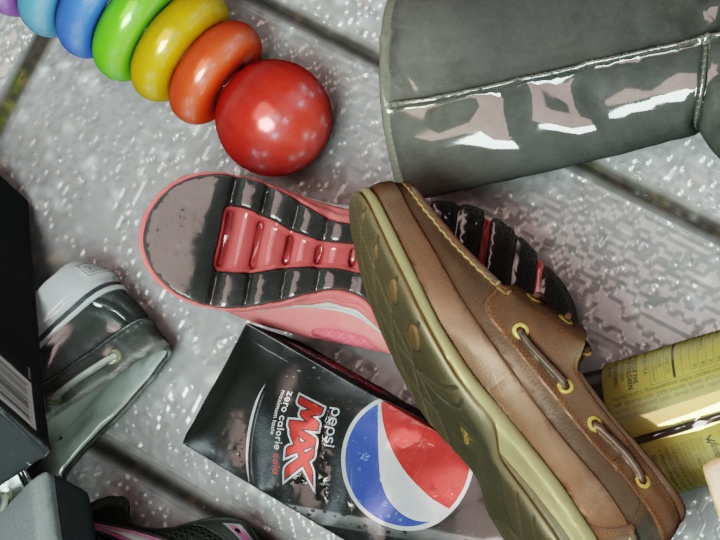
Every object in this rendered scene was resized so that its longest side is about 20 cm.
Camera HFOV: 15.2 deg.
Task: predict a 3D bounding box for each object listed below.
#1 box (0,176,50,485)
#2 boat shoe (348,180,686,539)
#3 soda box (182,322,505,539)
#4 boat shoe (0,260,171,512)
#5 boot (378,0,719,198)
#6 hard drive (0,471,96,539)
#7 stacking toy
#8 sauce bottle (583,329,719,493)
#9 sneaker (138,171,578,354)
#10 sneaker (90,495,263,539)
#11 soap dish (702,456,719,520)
[{"bbox_3d":[-0.222,0.038,1.219,0.141,0.079,0.200,-37,32,14],"label":"box"},{"bbox_3d":[0.062,0.043,1.128,0.068,0.072,0.200,-27,70,-15],"label":"boat shoe"},{"bbox_3d":[0.026,0.099,1.188,0.200,0.071,0.063,29,91,20],"label":"soda box"},{"bbox_3d":[-0.168,0.088,1.254,0.071,0.072,0.200,41,94,23],"label":"boat shoe"},{"bbox_3d":[0.110,-0.059,1.179,0.200,0.073,0.182,-9,63,11],"label":"boot"},{"bbox_3d":[-0.153,0.196,1.112,0.140,0.033,0.200,-46,33,21],"label":"hard drive"},{"bbox_3d":[-0.094,-0.116,1.260,0.200,0.085,0.085,36,95,13],"label":"stacking toy"},{"bbox_3d":[0.187,0.048,1.144,0.200,0.065,0.065,-16,78,16],"label":"sauce bottle"},{"bbox_3d":[0.000,0.000,1.214,0.200,0.087,0.074,15,86,-4],"label":"sneaker"},{"bbox_3d":[-0.052,0.152,1.206,0.200,0.080,0.086,21,55,6],"label":"sneaker"},{"bbox_3d":[0.247,0.147,1.095,0.157,0.081,0.200,-21,81,15],"label":"soap dish"}]
